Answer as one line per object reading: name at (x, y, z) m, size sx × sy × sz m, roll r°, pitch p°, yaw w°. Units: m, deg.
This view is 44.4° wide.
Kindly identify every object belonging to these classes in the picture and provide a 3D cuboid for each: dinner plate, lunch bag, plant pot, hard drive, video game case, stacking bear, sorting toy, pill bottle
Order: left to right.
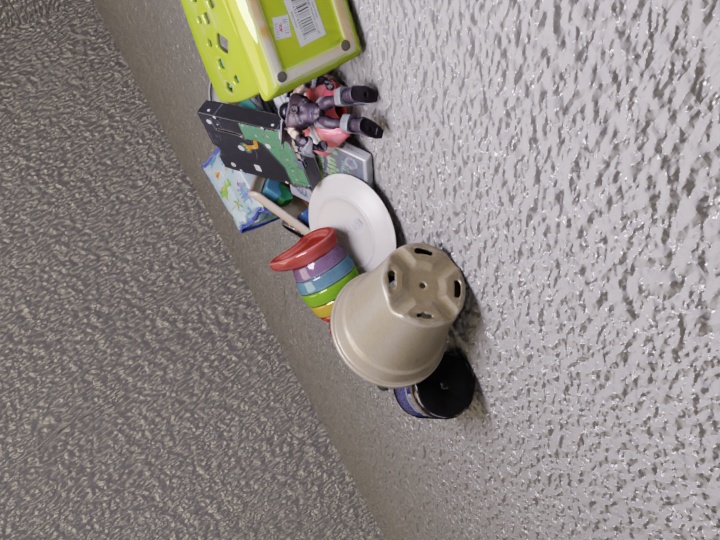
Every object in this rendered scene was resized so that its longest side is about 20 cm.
hard drive at (-0.171, -0.215, 1.503) m, size 0.198 × 0.038 × 0.140 m, roll 17°, pitch 150°, yaw 29°
lunch bag at (-0.194, -0.194, 1.822) m, size 0.127 × 0.199 × 0.171 m, roll -35°, pitch 82°, yaw 42°
plant pot at (-0.119, -0.358, 1.246) m, size 0.181 × 0.198 × 0.202 m, roll 26°, pitch 141°, yaw 56°
sorting toy at (-0.121, -0.137, 1.679) m, size 0.184 × 0.037 × 0.201 m, roll 35°, pitch -158°, yaw -16°
video game case at (-0.056, -0.166, 1.540) m, size 0.180 × 0.023 × 0.201 m, roll 28°, pitch 151°, yaw 20°
stacking bear at (-0.045, 0.040, 1.501) m, size 0.113 × 0.121 × 0.202 m, roll -10°, pitch 113°, yaw 52°
dinner plate at (-0.022, -0.066, 1.513) m, size 0.199 × 0.024 × 0.203 m, roll 20°, pitch 123°, yaw 34°
plant pot at (0.069, 0.057, 1.358) m, size 0.202 × 0.199 × 0.184 m, roll 59°, pitch 155°, yaw 14°
pill bottle at (0.120, 0.203, 1.548) m, size 0.113 × 0.111 × 0.200 m, roll 62°, pitch 166°, yaw 2°

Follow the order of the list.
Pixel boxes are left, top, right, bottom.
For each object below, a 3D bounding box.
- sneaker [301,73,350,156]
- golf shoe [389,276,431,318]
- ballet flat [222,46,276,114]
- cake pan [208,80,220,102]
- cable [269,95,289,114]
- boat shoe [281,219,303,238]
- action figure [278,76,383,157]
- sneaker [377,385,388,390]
sneaker at (-0.057, -0.289, 1.423) m, size 0.086 × 0.073 × 0.203 m, roll -26°, pitch 74°, yaw 34°
golf shoe at (0.077, 0.066, 1.527) m, size 0.200 × 0.077 × 0.095 m, roll 44°, pitch 156°, yaw 50°
ballet flat at (-0.201, -0.311, 1.555) m, size 0.201 × 0.073 × 0.073 m, roll 56°, pitch 166°, yaw -4°
cake pan at (-0.192, -0.304, 1.641) m, size 0.036 × 0.200 × 0.202 m, roll -20°, pitch 99°, yaw 41°
cable at (-0.143, -0.341, 1.547) m, size 0.202 × 0.069 × 0.200 m, roll 63°, pitch 175°, yaw -14°
boat shoe at (-0.076, -0.053, 1.777) m, size 0.199 × 0.073 × 0.075 m, roll 41°, pitch 170°, yaw 2°
action figure at (-0.058, -0.238, 1.342) m, size 0.198 × 0.069 × 0.132 m, roll 10°, pitch 101°, yaw 43°
sneaker at (0.006, 0.141, 1.623) m, size 0.078 × 0.090 × 0.202 m, roll -93°, pitch -12°, yaw -59°
